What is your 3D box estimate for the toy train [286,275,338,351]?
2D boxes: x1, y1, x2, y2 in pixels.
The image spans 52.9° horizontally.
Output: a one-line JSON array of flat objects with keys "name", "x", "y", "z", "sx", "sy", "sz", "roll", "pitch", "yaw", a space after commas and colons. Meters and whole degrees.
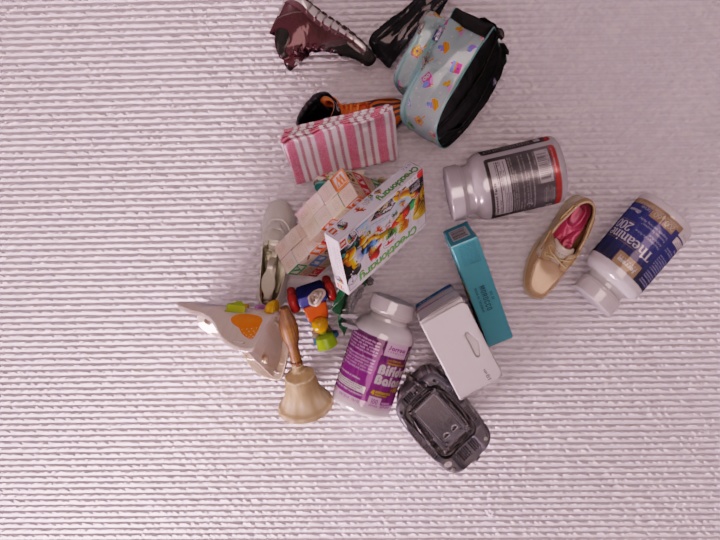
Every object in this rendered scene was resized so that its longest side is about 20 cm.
[{"name": "toy train", "x": -0.070, "y": 0.085, "z": 1.236, "sx": 0.083, "sy": 0.200, "sz": 0.118, "roll": -18, "pitch": 100, "yaw": -4}]

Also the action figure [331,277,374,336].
[{"name": "action figure", "x": 0.000, "y": 0.000, "z": 1.264, "sx": 0.053, "sy": 0.119, "sz": 0.203, "roll": 11, "pitch": 61, "yaw": 6}]

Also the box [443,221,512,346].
[{"name": "box", "x": 0.203, "y": 0.024, "z": 1.252, "sx": 0.048, "sy": 0.083, "sz": 0.203, "roll": -21, "pitch": 111, "yaw": 4}]

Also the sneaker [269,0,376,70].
[{"name": "sneaker", "x": -0.075, "y": -0.387, "z": 1.270, "sx": 0.199, "sy": 0.076, "sz": 0.116, "roll": 37, "pitch": 100, "yaw": 9}]

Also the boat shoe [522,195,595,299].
[{"name": "boat shoe", "x": 0.351, "y": -0.041, "z": 1.277, "sx": 0.073, "sy": 0.069, "sz": 0.203, "roll": 26, "pitch": 94, "yaw": 0}]

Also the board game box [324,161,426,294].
[{"name": "board game box", "x": 0.030, "y": -0.069, "z": 1.174, "sx": 0.034, "sy": 0.128, "sz": 0.199, "roll": 33, "pitch": 62, "yaw": 32}]

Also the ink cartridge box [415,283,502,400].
[{"name": "ink cartridge box", "x": 0.161, "y": 0.115, "z": 1.229, "sx": 0.084, "sy": 0.200, "sz": 0.146, "roll": -29, "pitch": 93, "yaw": 3}]

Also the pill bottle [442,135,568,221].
[{"name": "pill bottle", "x": 0.247, "y": -0.154, "z": 1.249, "sx": 0.196, "sy": 0.116, "sz": 0.118, "roll": -12, "pitch": 94, "yaw": 3}]

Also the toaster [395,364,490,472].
[{"name": "toaster", "x": 0.134, "y": 0.248, "z": 1.275, "sx": 0.114, "sy": 0.129, "sz": 0.200, "roll": -44, "pitch": 93, "yaw": 3}]

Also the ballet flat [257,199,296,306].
[{"name": "ballet flat", "x": -0.152, "y": -0.025, "z": 1.296, "sx": 0.068, "sy": 0.069, "sz": 0.205, "roll": 7, "pitch": 94, "yaw": 1}]

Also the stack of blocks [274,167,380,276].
[{"name": "stack of blocks", "x": -0.054, "y": -0.075, "z": 1.219, "sx": 0.199, "sy": 0.114, "sz": 0.059, "roll": -41, "pitch": 65, "yaw": 24}]

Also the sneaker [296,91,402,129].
[{"name": "sneaker", "x": -0.018, "y": -0.263, "z": 1.243, "sx": 0.196, "sy": 0.112, "sz": 0.079, "roll": -19, "pitch": 72, "yaw": 2}]

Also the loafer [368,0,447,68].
[{"name": "loafer", "x": 0.105, "y": -0.436, "z": 1.259, "sx": 0.199, "sy": 0.068, "sz": 0.071, "roll": -38, "pitch": 100, "yaw": 9}]

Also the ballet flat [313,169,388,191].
[{"name": "ballet flat", "x": 0.014, "y": -0.142, "z": 1.290, "sx": 0.196, "sy": 0.076, "sz": 0.065, "roll": 19, "pitch": 64, "yaw": -4}]

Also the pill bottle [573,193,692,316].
[{"name": "pill bottle", "x": 0.465, "y": -0.024, "z": 1.254, "sx": 0.111, "sy": 0.111, "sz": 0.201, "roll": 40, "pitch": 94, "yaw": -2}]

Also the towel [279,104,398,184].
[{"name": "towel", "x": -0.031, "y": -0.210, "z": 1.242, "sx": 0.196, "sy": 0.147, "sz": 0.030, "roll": -13, "pitch": 65, "yaw": 2}]

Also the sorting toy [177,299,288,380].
[{"name": "sorting toy", "x": -0.224, "y": 0.098, "z": 1.266, "sx": 0.176, "sy": 0.201, "sz": 0.109, "roll": 14, "pitch": 71, "yaw": 13}]

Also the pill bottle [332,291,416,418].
[{"name": "pill bottle", "x": 0.030, "y": 0.146, "z": 1.280, "sx": 0.110, "sy": 0.112, "sz": 0.204, "roll": 18, "pitch": 95, "yaw": 0}]

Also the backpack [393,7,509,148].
[{"name": "backpack", "x": 0.142, "y": -0.316, "z": 1.213, "sx": 0.151, "sy": 0.175, "sz": 0.203, "roll": 25, "pitch": 94, "yaw": 16}]

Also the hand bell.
[{"name": "hand bell", "x": -0.111, "y": 0.152, "z": 1.255, "sx": 0.102, "sy": 0.105, "sz": 0.204, "roll": -8, "pitch": 115, "yaw": 2}]
